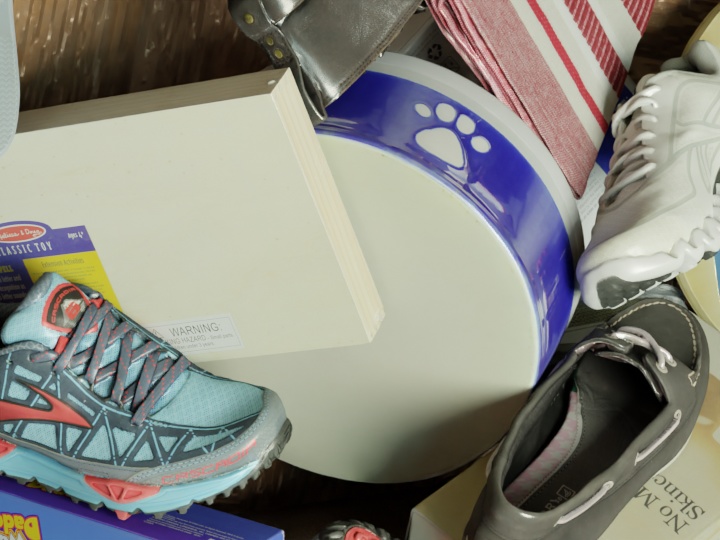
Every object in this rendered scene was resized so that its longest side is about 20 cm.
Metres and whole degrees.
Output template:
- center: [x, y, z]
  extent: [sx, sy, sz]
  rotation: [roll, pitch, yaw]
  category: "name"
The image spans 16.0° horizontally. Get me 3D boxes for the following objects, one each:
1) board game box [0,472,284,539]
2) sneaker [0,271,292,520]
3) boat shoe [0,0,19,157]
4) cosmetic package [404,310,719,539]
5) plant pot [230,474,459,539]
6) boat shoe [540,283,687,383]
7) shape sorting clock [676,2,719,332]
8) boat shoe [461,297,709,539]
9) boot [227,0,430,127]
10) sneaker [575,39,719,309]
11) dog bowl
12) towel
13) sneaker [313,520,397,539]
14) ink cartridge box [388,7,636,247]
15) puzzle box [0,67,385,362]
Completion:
- center: [-0.133, 0.165, 1.196]
  extent: [0.045, 0.200, 0.135]
  rotation: [-24, 122, -55]
  category: "board game box"
- center: [-0.129, 0.051, 1.162]
  extent: [0.079, 0.200, 0.096]
  rotation: [-59, 149, -52]
  category: "sneaker"
- center: [-0.190, -0.142, 1.133]
  extent: [0.072, 0.062, 0.200]
  rotation: [5, 87, -48]
  category: "boat shoe"
- center: [0.123, 0.113, 1.218]
  extent: [0.200, 0.105, 0.071]
  rotation: [-34, 148, -34]
  category: "cosmetic package"
- center: [0.006, 0.197, 1.291]
  extent: [0.198, 0.200, 0.200]
  rotation: [-2, 108, -20]
  category: "plant pot"
- center: [0.074, 0.041, 1.328]
  extent: [0.202, 0.065, 0.074]
  rotation: [-6, 130, -1]
  category: "boat shoe"
- center: [0.221, -0.054, 1.375]
  extent: [0.200, 0.039, 0.200]
  rotation: [3, 86, -45]
  category: "shape sorting clock"
- center: [0.111, 0.069, 1.168]
  extent: [0.200, 0.067, 0.057]
  rotation: [-49, 159, -39]
  category: "boat shoe"
- center: [-0.031, -0.181, 1.156]
  extent: [0.174, 0.069, 0.200]
  rotation: [44, 56, -19]
  category: "boot"
- center: [0.144, -0.046, 1.227]
  extent: [0.081, 0.075, 0.200]
  rotation: [56, 36, -8]
  category: "sneaker"
- center: [0.000, 0.000, 1.208]
  extent: [0.079, 0.200, 0.200]
  rotation: [-59, 136, -52]
  category: "dog bowl"
- center: [0.092, -0.147, 1.245]
  extent: [0.144, 0.023, 0.200]
  rotation: [57, 38, -30]
  category: "towel"
- center: [-0.005, 0.215, 1.153]
  extent: [0.079, 0.096, 0.200]
  rotation: [-3, 78, -44]
  category: "sneaker"
- center: [0.091, -0.077, 1.321]
  extent: [0.099, 0.039, 0.200]
  rotation: [-47, 123, -6]
  category: "ink cartridge box"
- center: [-0.101, -0.018, 1.168]
  extent: [0.133, 0.200, 0.025]
  rotation: [69, 30, -28]
  category: "puzzle box"
